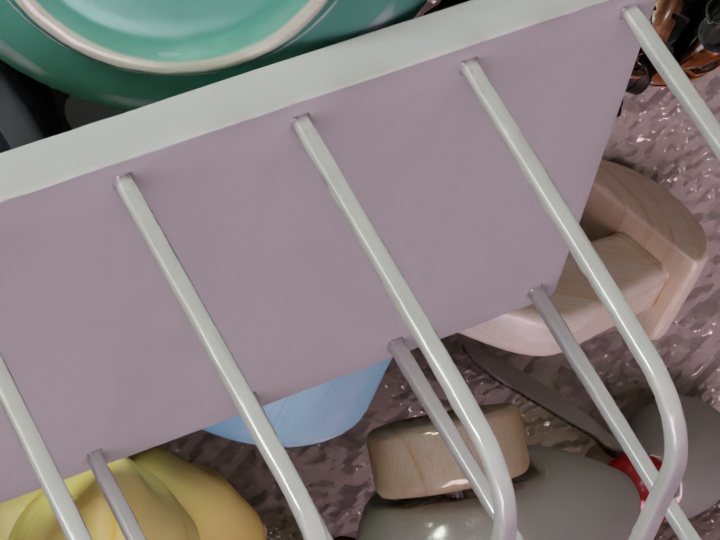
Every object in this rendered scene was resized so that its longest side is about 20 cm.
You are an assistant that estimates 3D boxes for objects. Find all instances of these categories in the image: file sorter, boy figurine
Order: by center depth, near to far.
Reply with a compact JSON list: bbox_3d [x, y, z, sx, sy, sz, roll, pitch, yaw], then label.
[{"bbox_3d":[0.000,0.036,0.653,0.200,0.125,0.139,-20,152,-21],"label":"file sorter"},{"bbox_3d":[-0.084,0.087,0.825,0.124,0.200,0.065,1,87,-19],"label":"boy figurine"}]

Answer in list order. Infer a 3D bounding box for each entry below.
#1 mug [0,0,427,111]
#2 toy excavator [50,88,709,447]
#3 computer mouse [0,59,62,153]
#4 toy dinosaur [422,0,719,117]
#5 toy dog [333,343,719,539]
[{"bbox_3d":[-0.059,-0.118,0.644,0.185,0.114,0.152,13,125,-10],"label":"mug"},{"bbox_3d":[0.000,0.000,0.812,0.200,0.195,0.100,27,122,-1],"label":"toy excavator"},{"bbox_3d":[-0.156,-0.073,0.708,0.200,0.053,0.139,33,133,1],"label":"computer mouse"},{"bbox_3d":[0.083,-0.093,0.777,0.200,0.102,0.136,-50,174,-24],"label":"toy dinosaur"},{"bbox_3d":[0.047,0.086,0.890,0.096,0.132,0.200,-5,165,32],"label":"toy dog"}]
